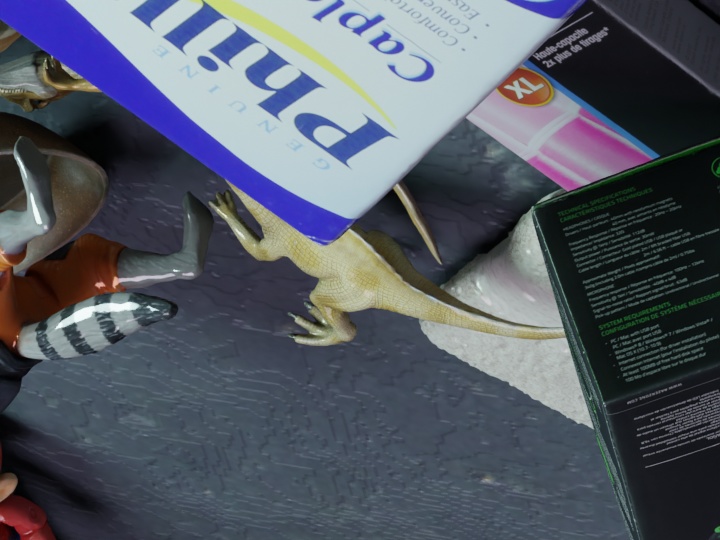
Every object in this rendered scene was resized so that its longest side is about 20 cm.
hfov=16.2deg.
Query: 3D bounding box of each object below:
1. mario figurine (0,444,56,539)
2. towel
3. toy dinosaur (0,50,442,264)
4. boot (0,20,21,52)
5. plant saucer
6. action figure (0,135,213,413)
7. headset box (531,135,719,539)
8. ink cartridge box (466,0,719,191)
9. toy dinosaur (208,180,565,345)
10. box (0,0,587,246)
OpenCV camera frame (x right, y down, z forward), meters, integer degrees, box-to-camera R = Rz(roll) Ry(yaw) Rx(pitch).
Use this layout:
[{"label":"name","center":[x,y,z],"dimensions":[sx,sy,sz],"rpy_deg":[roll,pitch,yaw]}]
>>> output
[{"label":"mario figurine","center":[-0.226,0.153,1.373],"dimensions":[0.123,0.106,0.200],"rpy_deg":[-27,153,-5]},{"label":"towel","center":[0.134,0.040,1.098],"dimensions":[0.199,0.035,0.133],"rpy_deg":[26,147,-15]},{"label":"toy dinosaur","center":[-0.057,-0.077,0.987],"dimensions":[0.199,0.061,0.106],"rpy_deg":[17,157,23]},{"label":"boot","center":[-0.218,-0.080,1.051],"dimensions":[0.199,0.067,0.175],"rpy_deg":[-13,144,34]},{"label":"plant saucer","center":[-0.207,-0.020,1.083],"dimensions":[0.199,0.035,0.200],"rpy_deg":[-20,167,-5]},{"label":"action figure","center":[-0.175,0.028,1.041],"dimensions":[0.193,0.105,0.200],"rpy_deg":[-38,163,23]},{"label":"headset box","center":[0.172,0.038,0.954],"dimensions":[0.173,0.093,0.200],"rpy_deg":[-19,144,3]},{"label":"ink cartridge box","center":[0.071,-0.085,0.935],"dimensions":[0.200,0.037,0.094],"rpy_deg":[35,144,-24]},{"label":"toy dinosaur","center":[0.000,0.000,1.050],"dimensions":[0.199,0.058,0.101],"rpy_deg":[32,165,2]},{"label":"box","center":[-0.020,-0.131,0.805],"dimensions":[0.183,0.105,0.200],"rpy_deg":[35,145,-8]}]
